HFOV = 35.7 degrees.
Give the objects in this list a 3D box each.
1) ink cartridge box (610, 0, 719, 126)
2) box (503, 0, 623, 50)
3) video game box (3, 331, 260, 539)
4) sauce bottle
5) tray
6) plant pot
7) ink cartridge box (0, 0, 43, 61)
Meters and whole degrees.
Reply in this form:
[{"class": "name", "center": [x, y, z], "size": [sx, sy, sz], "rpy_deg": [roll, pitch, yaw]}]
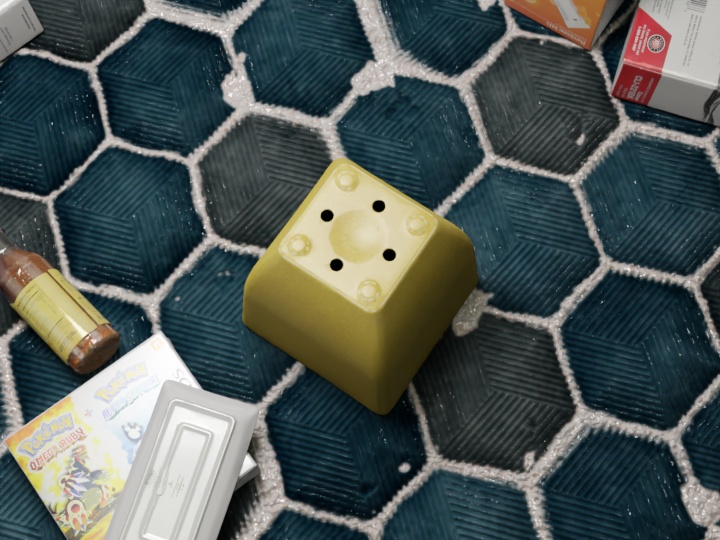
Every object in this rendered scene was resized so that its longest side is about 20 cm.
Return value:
[{"class": "ink cartridge box", "center": [0.407, -0.251, 1.283], "size": [0.200, 0.084, 0.145], "rpy_deg": [17, 71, 8]}, {"class": "box", "center": [0.247, -0.362, 1.262], "size": [0.124, 0.200, 0.098], "rpy_deg": [32, 74, 12]}, {"class": "video game box", "center": [-0.236, 0.192, 1.161], "size": [0.200, 0.047, 0.182], "rpy_deg": [-36, 72, -11]}, {"class": "sauce bottle", "center": [-0.346, 0.025, 1.211], "size": [0.066, 0.066, 0.200], "rpy_deg": [-42, 74, -13]}, {"class": "tray", "center": [-0.183, 0.215, 1.119], "size": [0.107, 0.022, 0.200], "rpy_deg": [17, 73, 5]}, {"class": "plant pot", "center": [0.000, 0.000, 1.142], "size": [0.195, 0.200, 0.194], "rpy_deg": [33, 74, 11]}, {"class": "ink cartridge box", "center": [-0.503, -0.291, 1.311], "size": [0.200, 0.084, 0.146], "rpy_deg": [-39, 75, -12]}]
